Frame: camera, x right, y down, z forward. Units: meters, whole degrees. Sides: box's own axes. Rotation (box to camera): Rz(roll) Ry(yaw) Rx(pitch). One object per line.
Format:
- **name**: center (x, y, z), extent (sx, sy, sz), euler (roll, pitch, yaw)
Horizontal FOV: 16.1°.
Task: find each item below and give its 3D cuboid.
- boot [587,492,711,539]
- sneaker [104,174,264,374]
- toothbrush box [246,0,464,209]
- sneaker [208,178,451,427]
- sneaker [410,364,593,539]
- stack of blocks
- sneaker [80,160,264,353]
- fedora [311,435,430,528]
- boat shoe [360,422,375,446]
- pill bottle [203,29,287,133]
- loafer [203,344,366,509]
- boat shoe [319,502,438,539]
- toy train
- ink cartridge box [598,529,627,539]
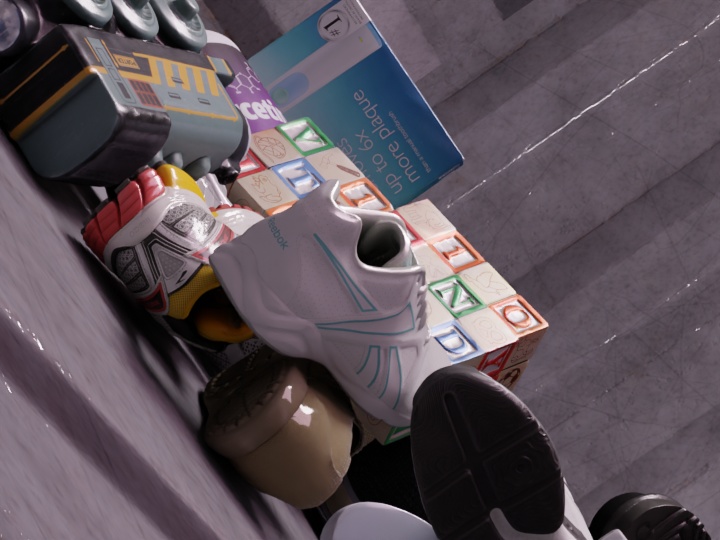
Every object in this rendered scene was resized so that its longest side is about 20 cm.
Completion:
- **boot**: center (0.141, 0.177, 1.584), extent (0.158, 0.079, 0.211), euler (32, -19, 35)
- **sneaker**: center (-0.104, -0.009, 1.453), extent (0.082, 0.075, 0.201), euler (-22, 81, -53)
- **toothbrush box**: center (-0.047, -0.081, 1.805), extent (0.147, 0.199, 0.085), euler (57, 3, 1)
- **sneaker**: center (0.007, 0.019, 1.277), extent (0.071, 0.080, 0.200), euler (57, 12, 32)
- **sneaker**: center (0.070, 0.113, 1.356), extent (0.201, 0.075, 0.115), euler (59, 0, -30)
- **stack of blocks**: center (0.000, 0.000, 1.504), extent (0.115, 0.059, 0.200), euler (-20, 57, -43)
- **sneaker**: center (-0.076, 0.012, 1.333), extent (0.082, 0.078, 0.200), euler (51, 9, 21)
- **fedora**: center (0.060, 0.150, 1.499), extent (0.200, 0.092, 0.201), euler (39, 14, -11)
- **boat shoe**: center (0.031, 0.147, 1.632), extent (0.203, 0.075, 0.075), euler (60, 0, -32)
- **pill bottle**: center (-0.101, -0.077, 1.666), extent (0.200, 0.112, 0.112), euler (56, 2, 25)
- **loafer**: center (-0.038, 0.076, 1.313), extent (0.068, 0.076, 0.200), euler (56, 12, -7)
- **boat shoe**: center (0.046, 0.198, 1.386), extent (0.200, 0.070, 0.066), euler (36, -31, -21)
- **toy train**: center (-0.128, -0.097, 1.346), extent (0.114, 0.085, 0.200), euler (60, 19, 15)
- **ink cartridge box**: center (0.142, 0.271, 1.306), extent (0.200, 0.146, 0.147), euler (54, 2, -32)
